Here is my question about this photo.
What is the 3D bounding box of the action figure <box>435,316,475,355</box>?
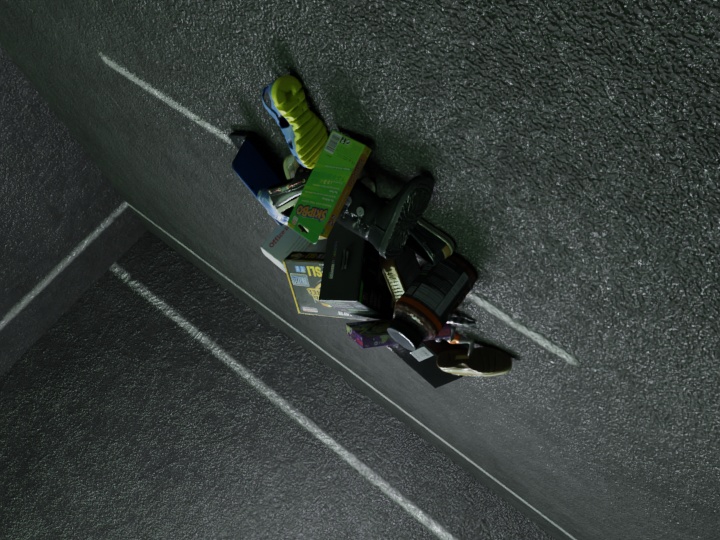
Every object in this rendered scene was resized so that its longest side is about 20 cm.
[{"bbox_3d":[0.202,0.134,1.513,0.200,0.105,0.193,16,-168,-47],"label":"action figure"}]

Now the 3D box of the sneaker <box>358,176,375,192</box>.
[{"bbox_3d":[-0.027,-0.151,1.266,0.084,0.075,0.200,42,160,7],"label":"sneaker"}]

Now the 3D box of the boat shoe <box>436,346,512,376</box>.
[{"bbox_3d":[0.292,0.234,1.515,0.199,0.072,0.076,-1,147,41],"label":"boat shoe"}]

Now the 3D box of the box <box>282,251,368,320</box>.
[{"bbox_3d":[-0.076,0.036,1.467,0.199,0.049,0.160,4,121,28],"label":"box"}]

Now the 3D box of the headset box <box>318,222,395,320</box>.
[{"bbox_3d":[0.000,0.000,1.292,0.092,0.175,0.200,0,164,27],"label":"headset box"}]

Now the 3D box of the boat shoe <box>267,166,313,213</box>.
[{"bbox_3d":[-0.110,-0.186,1.250,0.201,0.074,0.063,-23,103,32],"label":"boat shoe"}]

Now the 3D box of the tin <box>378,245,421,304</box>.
[{"bbox_3d":[0.096,0.015,1.305,0.042,0.112,0.201,-9,115,33],"label":"tin"}]

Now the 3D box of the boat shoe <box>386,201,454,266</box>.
[{"bbox_3d":[0.092,-0.076,1.220,0.200,0.062,0.075,35,164,22],"label":"boat shoe"}]

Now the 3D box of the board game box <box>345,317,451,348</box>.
[{"bbox_3d":[0.080,0.128,1.309,0.120,0.199,0.032,-163,69,-72],"label":"board game box"}]

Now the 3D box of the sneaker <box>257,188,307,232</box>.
[{"bbox_3d":[-0.166,-0.144,1.423,0.077,0.076,0.200,18,167,27],"label":"sneaker"}]

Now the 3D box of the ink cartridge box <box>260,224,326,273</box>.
[{"bbox_3d":[-0.140,-0.044,1.614,0.200,0.147,0.145,40,171,1],"label":"ink cartridge box"}]

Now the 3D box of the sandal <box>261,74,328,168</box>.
[{"bbox_3d":[-0.126,-0.284,1.154,0.087,0.079,0.200,28,151,43],"label":"sandal"}]

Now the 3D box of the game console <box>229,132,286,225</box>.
[{"bbox_3d":[-0.254,-0.224,1.482,0.170,0.118,0.200,18,151,50],"label":"game console"}]

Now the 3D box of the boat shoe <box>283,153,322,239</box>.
[{"bbox_3d":[-0.107,-0.164,1.334,0.063,0.073,0.201,2,112,60],"label":"boat shoe"}]

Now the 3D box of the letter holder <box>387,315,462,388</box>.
[{"bbox_3d":[0.185,0.195,1.652,0.200,0.142,0.100,42,130,-19],"label":"letter holder"}]

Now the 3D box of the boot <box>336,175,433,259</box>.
[{"bbox_3d":[0.021,-0.140,1.117,0.066,0.165,0.200,11,-156,-50],"label":"boot"}]

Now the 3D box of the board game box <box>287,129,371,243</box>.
[{"bbox_3d":[-0.061,-0.153,1.125,0.095,0.200,0.030,34,-172,38],"label":"board game box"}]

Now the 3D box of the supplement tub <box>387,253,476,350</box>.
[{"bbox_3d":[0.139,0.064,1.228,0.107,0.200,0.107,36,162,13],"label":"supplement tub"}]
